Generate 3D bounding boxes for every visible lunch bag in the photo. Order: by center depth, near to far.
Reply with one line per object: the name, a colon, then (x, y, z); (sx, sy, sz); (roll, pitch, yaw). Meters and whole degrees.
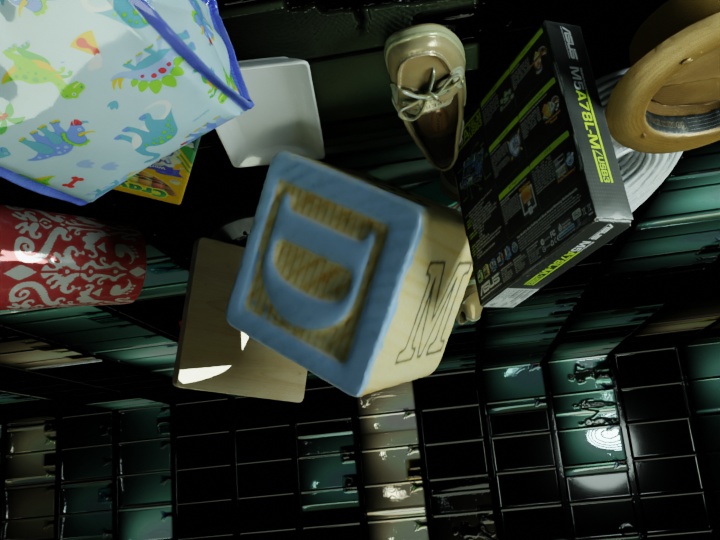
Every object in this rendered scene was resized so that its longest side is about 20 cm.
lunch bag: (-0.194, -0.146, 0.475); (0.168, 0.129, 0.200); (-28, 165, 14)

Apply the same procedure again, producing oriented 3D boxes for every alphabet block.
alphabet block: (0.000, 0.000, 0.817); (0.193, 0.200, 0.199); (26, -168, 26)

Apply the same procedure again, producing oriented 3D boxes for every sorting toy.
sorting toy: (-0.169, 0.076, 1.057); (0.197, 0.203, 0.069); (14, 167, -35)

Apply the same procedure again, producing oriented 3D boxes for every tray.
tray: (-0.094, -0.156, 0.730); (0.105, 0.023, 0.200); (-6, 164, 0)

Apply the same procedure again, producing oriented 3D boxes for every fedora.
fedora: (0.298, -0.184, 0.630); (0.196, 0.083, 0.202); (-10, 154, -5)

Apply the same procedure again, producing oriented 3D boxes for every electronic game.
electronic game: (-0.125, -0.038, 1.088); (0.195, 0.042, 0.201); (-3, 156, -1)

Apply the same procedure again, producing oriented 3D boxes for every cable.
cable: (0.253, -0.115, 0.779); (0.199, 0.070, 0.199); (-38, 150, 14)

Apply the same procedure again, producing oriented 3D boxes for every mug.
mug: (-0.397, -0.027, 0.953); (0.197, 0.178, 0.135); (3, 127, -41)

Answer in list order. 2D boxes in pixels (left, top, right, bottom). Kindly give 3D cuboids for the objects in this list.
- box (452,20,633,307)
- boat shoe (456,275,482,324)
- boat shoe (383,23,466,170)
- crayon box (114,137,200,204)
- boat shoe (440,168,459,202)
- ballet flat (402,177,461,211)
box: (0.157, -0.090, 0.697); (0.047, 0.197, 0.200); (3, 156, -20)
boat shoe: (0.231, 0.065, 1.506); (0.070, 0.078, 0.200); (-4, 164, -4)
boat shoe: (0.070, -0.160, 0.695); (0.072, 0.064, 0.200); (-10, 164, 14)
crayon box: (-0.220, -0.124, 0.702); (0.123, 0.053, 0.200); (13, 160, -16)
boat shoe: (0.172, -0.089, 0.903); (0.196, 0.073, 0.076); (4, 143, -30)
ballet flat: (0.047, -0.072, 0.968); (0.196, 0.076, 0.074); (-6, 165, 18)
